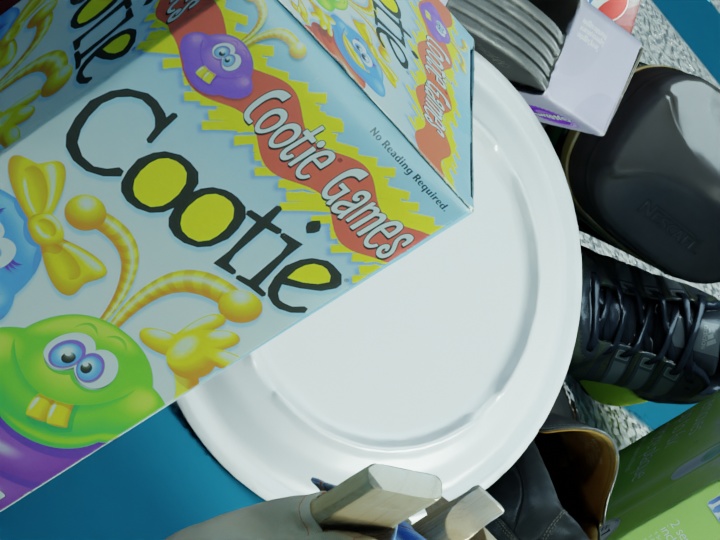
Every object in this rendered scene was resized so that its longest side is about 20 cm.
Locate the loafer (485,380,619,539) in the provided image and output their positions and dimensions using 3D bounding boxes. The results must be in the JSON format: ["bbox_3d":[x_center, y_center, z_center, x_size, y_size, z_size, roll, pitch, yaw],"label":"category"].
[{"bbox_3d":[0.081,0.092,1.194,0.073,0.072,0.200,48,23,-19],"label":"loafer"}]

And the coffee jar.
[{"bbox_3d":[0.128,-0.057,1.361,0.104,0.085,0.200,36,-1,-21],"label":"coffee jar"}]

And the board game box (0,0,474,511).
[{"bbox_3d":[-0.074,-0.028,0.867,0.103,0.200,0.105,46,24,-25],"label":"board game box"}]

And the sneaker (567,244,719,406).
[{"bbox_3d":[0.127,0.023,1.329,0.200,0.081,0.074,17,78,-60],"label":"sneaker"}]

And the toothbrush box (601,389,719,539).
[{"bbox_3d":[0.200,0.095,1.269,0.086,0.200,0.146,55,23,-7],"label":"toothbrush box"}]

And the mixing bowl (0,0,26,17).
[{"bbox_3d":[-0.124,-0.114,0.986,0.200,0.108,0.200,46,19,-21],"label":"mixing bowl"}]

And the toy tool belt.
[{"bbox_3d":[0.025,0.137,0.954,0.200,0.123,0.125,39,29,-38],"label":"toy tool belt"}]

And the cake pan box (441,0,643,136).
[{"bbox_3d":[-0.002,-0.127,1.188,0.200,0.052,0.184,18,-6,40],"label":"cake pan box"}]

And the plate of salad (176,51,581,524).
[{"bbox_3d":[0.000,0.000,1.091,0.200,0.048,0.200,2,86,-31],"label":"plate of salad"}]

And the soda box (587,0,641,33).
[{"bbox_3d":[0.082,-0.162,1.343,0.063,0.070,0.200,9,27,-13],"label":"soda box"}]
